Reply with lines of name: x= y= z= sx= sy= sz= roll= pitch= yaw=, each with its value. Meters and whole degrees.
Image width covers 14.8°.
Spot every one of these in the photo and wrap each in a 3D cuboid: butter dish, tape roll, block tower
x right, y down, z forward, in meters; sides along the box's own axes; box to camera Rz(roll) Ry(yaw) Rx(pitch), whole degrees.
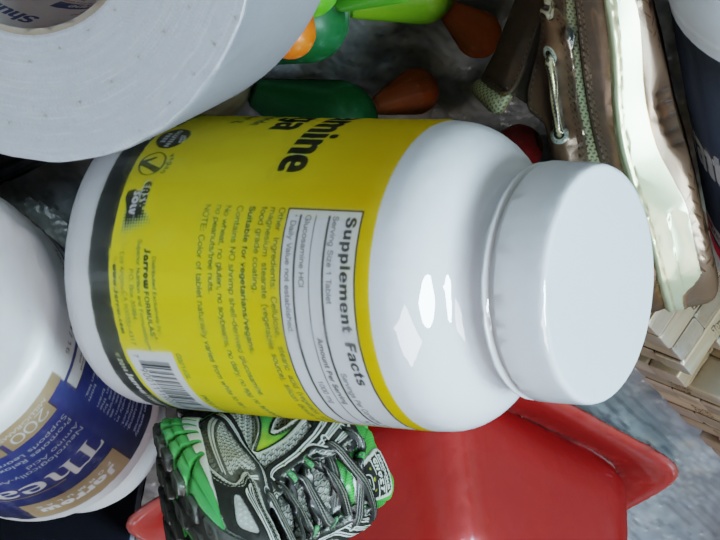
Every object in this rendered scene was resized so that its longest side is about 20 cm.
butter dish: x=0.030 y=0.148 z=1.234 sx=0.200 sy=0.148 sz=0.199 roll=-29 pitch=146 yaw=27
tape roll: x=-0.107 y=-0.143 z=0.989 sx=0.200 sy=0.066 sz=0.201 roll=10 pitch=113 yaw=25
block tower: x=0.140 y=0.021 z=1.164 sx=0.058 sy=0.054 sz=0.200 roll=21 pitch=162 yaw=47

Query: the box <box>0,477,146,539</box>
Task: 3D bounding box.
box: x=-0.214 y=0.158 z=1.315 sx=0.199 sy=0.104 sz=0.182 roll=11 pitch=134 yaw=-5

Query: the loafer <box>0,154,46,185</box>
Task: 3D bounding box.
loafer: x=-0.216 y=-0.069 z=1.130 sx=0.199 sy=0.073 sz=0.072 roll=-3 pitch=128 yaw=6

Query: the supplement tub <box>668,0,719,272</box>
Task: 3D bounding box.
supplement tub: x=0.189 y=-0.081 z=1.035 sx=0.140 sy=0.141 sz=0.200 roll=-7 pitch=132 yaw=11

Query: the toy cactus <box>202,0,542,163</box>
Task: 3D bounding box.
toy cactus: x=-0.037 y=-0.082 z=1.098 sx=0.165 sy=0.103 sz=0.200 roll=-21 pitch=137 yaw=35

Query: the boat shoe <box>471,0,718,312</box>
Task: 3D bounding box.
boat shoe: x=0.077 y=-0.078 z=1.041 sx=0.075 sy=0.075 sz=0.203 roll=-13 pitch=93 yaw=8

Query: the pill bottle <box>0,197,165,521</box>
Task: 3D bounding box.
pill bottle: x=-0.148 y=0.043 z=1.156 sx=0.111 sy=0.111 sz=0.200 roll=-7 pitch=163 yaw=11

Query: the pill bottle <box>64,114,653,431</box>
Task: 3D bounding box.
pill bottle: x=0.000 y=0.000 z=1.017 sx=0.200 sy=0.113 sz=0.113 roll=3 pitch=137 yaw=32

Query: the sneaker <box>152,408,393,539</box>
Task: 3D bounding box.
sneaker: x=-0.032 y=0.081 z=1.075 sx=0.085 sy=0.200 sz=0.078 roll=-9 pitch=103 yaw=5
